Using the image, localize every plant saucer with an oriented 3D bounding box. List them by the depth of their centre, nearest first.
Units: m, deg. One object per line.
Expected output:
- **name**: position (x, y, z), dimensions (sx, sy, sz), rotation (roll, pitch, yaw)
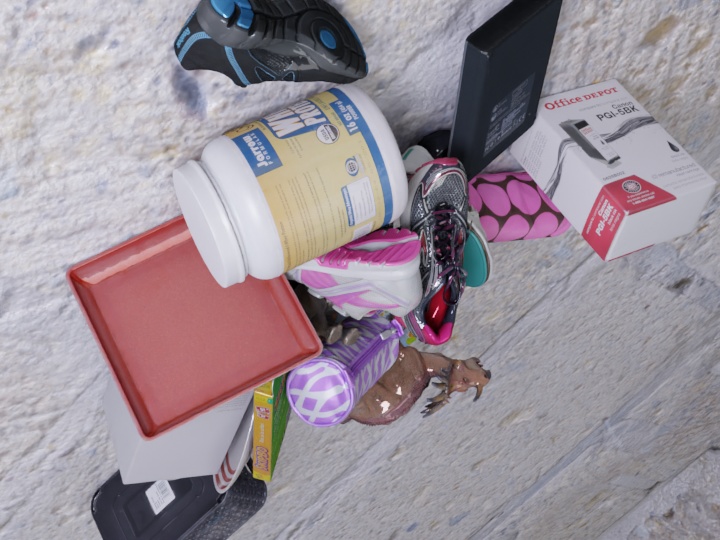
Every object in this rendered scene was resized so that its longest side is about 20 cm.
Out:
- **plant saucer**: position (-0.166, 0.047, 1.212), dimensions (0.197, 0.202, 0.037), rotation (-26, 160, -13)

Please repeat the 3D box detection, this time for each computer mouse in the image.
- **computer mouse**: position (0.051, -0.090, 1.398), dimensions (0.058, 0.034, 0.201), rotation (-14, 148, -51)

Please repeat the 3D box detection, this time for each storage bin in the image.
- **storage bin**: position (-0.235, 0.294, 1.554), dimensions (0.200, 0.136, 0.093), rotation (-43, 149, 14)

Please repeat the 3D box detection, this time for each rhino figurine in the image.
- **rhino figurine**: position (0.000, 0.000, 1.332), dimensions (0.200, 0.087, 0.060), rotation (-46, 147, -26)

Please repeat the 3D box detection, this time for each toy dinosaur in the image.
- **toy dinosaur**: position (0.050, 0.148, 1.496), dimensions (0.199, 0.136, 0.086), rotation (-41, 152, 11)

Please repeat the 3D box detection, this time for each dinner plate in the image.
- **dinner plate**: position (-0.137, 0.160, 1.411), dimensions (0.024, 0.202, 0.201), rotation (11, 133, -16)

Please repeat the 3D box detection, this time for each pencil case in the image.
- **pencil case**: position (-0.013, 0.106, 1.349), dimensions (0.084, 0.085, 0.200), rotation (-19, -171, 23)
- **pencil case**: position (0.168, -0.082, 1.475), dimensions (0.198, 0.095, 0.090), rotation (-7, -175, -40)

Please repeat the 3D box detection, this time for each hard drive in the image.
- **hard drive**: position (0.154, -0.201, 1.300), dimensions (0.139, 0.033, 0.201), rotation (-41, 155, -28)

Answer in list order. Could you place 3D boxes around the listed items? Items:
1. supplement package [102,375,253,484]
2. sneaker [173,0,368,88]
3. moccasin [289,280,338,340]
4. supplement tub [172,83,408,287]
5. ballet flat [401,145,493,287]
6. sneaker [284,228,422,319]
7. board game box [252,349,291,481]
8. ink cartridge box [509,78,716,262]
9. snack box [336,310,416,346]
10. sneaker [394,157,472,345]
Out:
- **supplement package**: position (-0.203, 0.129, 1.354), dimensions (0.120, 0.121, 0.201), rotation (-1, 137, -30)
- **sneaker**: position (-0.077, -0.203, 1.085), dimensions (0.198, 0.074, 0.082), rotation (9, 146, -43)
- **moccasin**: position (-0.061, 0.038, 1.401), dimensions (0.077, 0.074, 0.203), rotation (18, 111, -46)
- **supplement tub**: position (-0.068, -0.080, 1.175), dimensions (0.198, 0.145, 0.146), rotation (-25, 149, -16)
- **ballet flat**: position (0.099, -0.064, 1.347), dimensions (0.069, 0.070, 0.200), rotation (-36, 128, 4)
- **sneaker**: position (-0.018, 0.007, 1.242), dimensions (0.081, 0.198, 0.089), rotation (-41, 127, -37)
- **board game box**: position (-0.093, 0.138, 1.307), dimensions (0.030, 0.096, 0.201), rotation (14, 142, 2)
- **ink cartridge box**: position (0.294, -0.123, 1.423), dimensions (0.145, 0.201, 0.084), rotation (-18, 144, -27)
- **snack box**: position (-0.018, 0.076, 1.529), dimensions (0.199, 0.068, 0.169), rotation (-35, 151, 2)
- **sneaker**: position (0.086, -0.020, 1.271), dimensions (0.079, 0.075, 0.203), rotation (-5, 114, -22)
